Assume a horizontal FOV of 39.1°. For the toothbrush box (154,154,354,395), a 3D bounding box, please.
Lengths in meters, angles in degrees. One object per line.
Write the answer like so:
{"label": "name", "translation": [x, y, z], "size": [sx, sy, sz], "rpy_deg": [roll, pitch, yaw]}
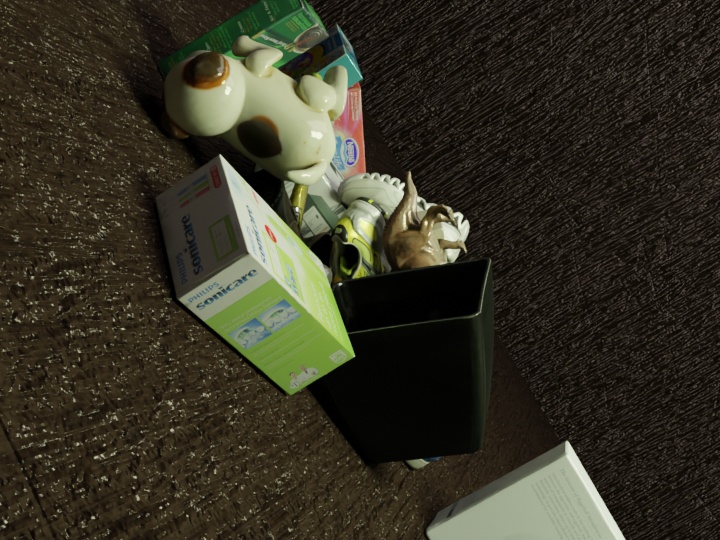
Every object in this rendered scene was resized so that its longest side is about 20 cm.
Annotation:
{"label": "toothbrush box", "translation": [-0.103, 0.008, 1.006], "size": [0.200, 0.086, 0.146], "rpy_deg": [47, 16, -44]}

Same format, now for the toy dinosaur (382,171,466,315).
{"label": "toy dinosaur", "translation": [0.065, -0.016, 1.289], "size": [0.086, 0.135, 0.201], "rpy_deg": [-79, 149, -71]}

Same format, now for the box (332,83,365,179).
{"label": "box", "translation": [-0.045, -0.204, 1.617], "size": [0.095, 0.102, 0.201], "rpy_deg": [-103, -171, -61]}

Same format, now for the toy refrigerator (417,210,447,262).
{"label": "toy refrigerator", "translation": [0.085, 0.026, 1.394], "size": [0.076, 0.070, 0.201], "rpy_deg": [-100, -178, -65]}

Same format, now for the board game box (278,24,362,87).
{"label": "board game box", "translation": [-0.099, -0.268, 1.488], "size": [0.047, 0.200, 0.151], "rpy_deg": [53, 11, -27]}

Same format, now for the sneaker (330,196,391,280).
{"label": "sneaker", "translation": [0.000, 0.000, 1.335], "size": [0.075, 0.076, 0.201], "rpy_deg": [22, -41, 39]}

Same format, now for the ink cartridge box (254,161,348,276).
{"label": "ink cartridge box", "translation": [-0.066, -0.111, 1.520], "size": [0.200, 0.084, 0.146], "rpy_deg": [55, 12, -21]}

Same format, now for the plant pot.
{"label": "plant pot", "translation": [0.065, 0.111, 1.180], "size": [0.200, 0.199, 0.178], "rpy_deg": [-58, 137, -70]}

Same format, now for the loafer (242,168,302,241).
{"label": "loafer", "translation": [-0.108, -0.045, 1.211], "size": [0.200, 0.073, 0.071], "rpy_deg": [-106, 173, -47]}

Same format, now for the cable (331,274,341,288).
{"label": "cable", "translation": [-0.027, 0.071, 1.376], "size": [0.200, 0.050, 0.098], "rpy_deg": [-56, 132, -66]}

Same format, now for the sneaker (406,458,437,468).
{"label": "sneaker", "translation": [0.079, 0.149, 1.347], "size": [0.077, 0.111, 0.201], "rpy_deg": [23, 41, -59]}

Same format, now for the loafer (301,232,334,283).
{"label": "loafer", "translation": [-0.064, -0.001, 1.274], "size": [0.072, 0.063, 0.200], "rpy_deg": [55, 11, -21]}

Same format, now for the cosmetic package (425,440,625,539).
{"label": "cosmetic package", "translation": [0.220, 0.349, 1.246], "size": [0.200, 0.199, 0.123], "rpy_deg": [61, 10, 8]}

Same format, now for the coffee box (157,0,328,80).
{"label": "coffee box", "translation": [-0.148, -0.283, 1.306], "size": [0.044, 0.199, 0.123], "rpy_deg": [63, 9, 11]}

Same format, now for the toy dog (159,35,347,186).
{"label": "toy dog", "translation": [-0.134, -0.181, 1.176], "size": [0.199, 0.140, 0.195], "rpy_deg": [20, 50, -27]}

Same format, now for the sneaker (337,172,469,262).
{"label": "sneaker", "translation": [0.058, -0.072, 1.438], "size": [0.199, 0.075, 0.081], "rpy_deg": [24, 53, -5]}

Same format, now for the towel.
{"label": "towel", "translation": [-0.075, -0.143, 1.338], "size": [0.144, 0.023, 0.201], "rpy_deg": [105, -6, -75]}
